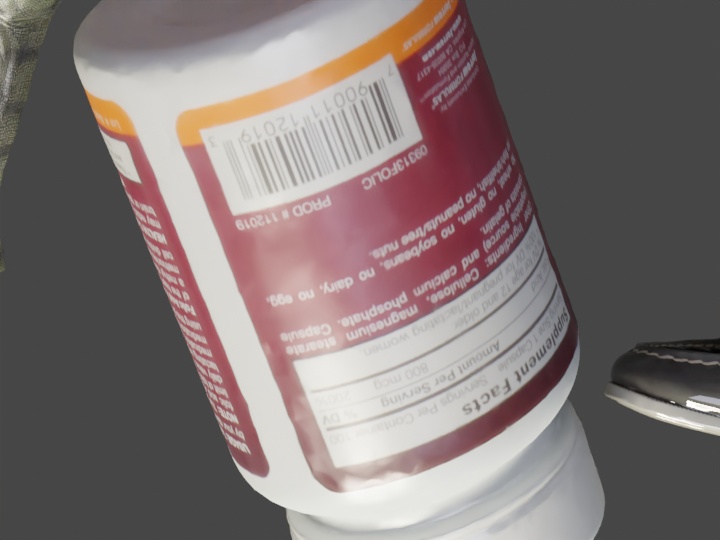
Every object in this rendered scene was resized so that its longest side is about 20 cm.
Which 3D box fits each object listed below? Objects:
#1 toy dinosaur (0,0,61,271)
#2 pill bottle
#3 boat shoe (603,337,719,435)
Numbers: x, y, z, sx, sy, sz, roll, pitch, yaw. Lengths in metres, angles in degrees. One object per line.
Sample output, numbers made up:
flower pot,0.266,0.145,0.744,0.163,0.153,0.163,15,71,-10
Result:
toy dinosaur,-0.117,-0.093,0.878,0.088,0.047,0.201,11,111,-22
pill bottle,0.000,0.000,0.897,0.114,0.114,0.201,-21,114,-3
boat shoe,0.173,0.034,0.976,0.199,0.067,0.057,11,92,-20
